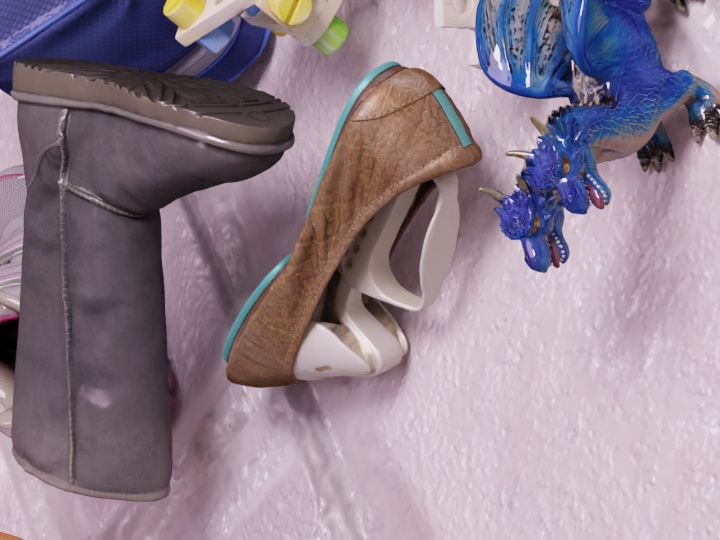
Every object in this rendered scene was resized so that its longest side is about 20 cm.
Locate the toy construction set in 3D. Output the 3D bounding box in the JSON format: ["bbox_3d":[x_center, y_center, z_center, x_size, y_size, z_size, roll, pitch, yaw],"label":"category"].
[{"bbox_3d":[0.007,-0.148,1.014,0.199,0.092,0.132,13,68,45],"label":"toy construction set"}]

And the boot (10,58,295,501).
[{"bbox_3d":[-0.101,0.010,1.056,0.181,0.072,0.201,15,104,46],"label":"boot"}]

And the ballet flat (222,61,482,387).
[{"bbox_3d":[0.000,0.000,1.014,0.072,0.068,0.201,42,128,17],"label":"ballet flat"}]

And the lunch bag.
[{"bbox_3d":[-0.126,-0.163,1.161,0.135,0.132,0.201,-25,61,28],"label":"lunch bag"}]

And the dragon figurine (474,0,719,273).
[{"bbox_3d":[0.085,-0.096,0.896,0.059,0.099,0.201,-27,61,45],"label":"dragon figurine"}]

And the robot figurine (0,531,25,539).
[{"bbox_3d":[-0.208,0.221,1.188,0.116,0.144,0.201,13,92,35],"label":"robot figurine"}]

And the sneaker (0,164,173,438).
[{"bbox_3d":[-0.169,0.016,1.206,0.082,0.088,0.200,-55,44,28],"label":"sneaker"}]
